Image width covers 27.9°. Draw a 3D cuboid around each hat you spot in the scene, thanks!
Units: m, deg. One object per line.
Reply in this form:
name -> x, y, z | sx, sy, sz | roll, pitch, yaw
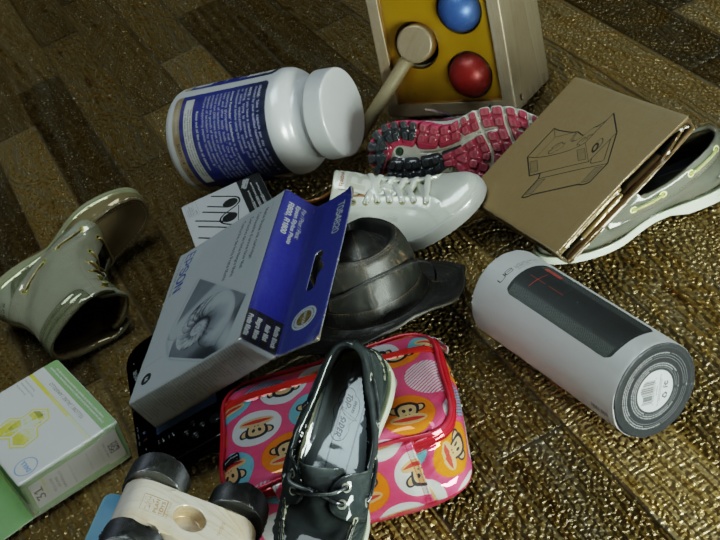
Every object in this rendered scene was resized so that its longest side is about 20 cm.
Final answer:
hat -> 0.000, 0.000, 1.298 | 0.199, 0.082, 0.201 | -20, 15, 6

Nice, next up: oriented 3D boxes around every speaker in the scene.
speaker -> 0.173, 0.055, 1.165 | 0.081, 0.082, 0.200 | -31, 34, -15

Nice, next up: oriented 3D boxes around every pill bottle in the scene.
pill bottle -> -0.102, -0.156, 1.568 | 0.198, 0.116, 0.116 | -7, 35, 30

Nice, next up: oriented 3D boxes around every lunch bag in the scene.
lunch bag -> -0.014, 0.127, 1.171 | 0.198, 0.083, 0.177 | -17, 29, 4

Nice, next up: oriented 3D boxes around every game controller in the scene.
game controller -> -0.159, 0.107, 1.309 | 0.103, 0.042, 0.200 | -22, 33, -1

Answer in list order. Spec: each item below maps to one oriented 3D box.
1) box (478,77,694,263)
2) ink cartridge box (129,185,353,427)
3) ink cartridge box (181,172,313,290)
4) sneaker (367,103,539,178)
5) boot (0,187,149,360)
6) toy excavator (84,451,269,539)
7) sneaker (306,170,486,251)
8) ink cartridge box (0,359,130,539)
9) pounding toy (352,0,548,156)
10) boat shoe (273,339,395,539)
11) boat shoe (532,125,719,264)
box -> 0.194, -0.097, 1.323 | 0.164, 0.021, 0.200 | -47, 26, -1
ink cartridge box -> -0.103, 0.020, 1.268 | 0.199, 0.041, 0.201 | -29, 31, 31
ink cartridge box -> -0.116, -0.022, 1.467 | 0.093, 0.044, 0.200 | -25, 34, -2
sneaker -> 0.110, -0.129, 1.470 | 0.198, 0.082, 0.075 | 4, 10, 21
boot -> -0.271, 0.003, 1.492 | 0.200, 0.072, 0.154 | -41, 37, -19
toy excavator -> -0.184, 0.238, 1.087 | 0.193, 0.201, 0.100 | 21, 31, -4
sneaker -> 0.020, -0.063, 1.389 | 0.198, 0.085, 0.073 | -18, 36, 20
ink cartridge box -> -0.322, 0.175, 1.298 | 0.199, 0.048, 0.145 | -32, 35, -20
pounding toy -> 0.079, -0.237, 1.564 | 0.198, 0.186, 0.142 | 1, 27, 29
boat shoe -> -0.023, 0.142, 1.042 | 0.074, 0.066, 0.201 | 13, 67, 20
boat shoe -> 0.243, -0.069, 1.318 | 0.200, 0.061, 0.072 | -24, 35, -2
